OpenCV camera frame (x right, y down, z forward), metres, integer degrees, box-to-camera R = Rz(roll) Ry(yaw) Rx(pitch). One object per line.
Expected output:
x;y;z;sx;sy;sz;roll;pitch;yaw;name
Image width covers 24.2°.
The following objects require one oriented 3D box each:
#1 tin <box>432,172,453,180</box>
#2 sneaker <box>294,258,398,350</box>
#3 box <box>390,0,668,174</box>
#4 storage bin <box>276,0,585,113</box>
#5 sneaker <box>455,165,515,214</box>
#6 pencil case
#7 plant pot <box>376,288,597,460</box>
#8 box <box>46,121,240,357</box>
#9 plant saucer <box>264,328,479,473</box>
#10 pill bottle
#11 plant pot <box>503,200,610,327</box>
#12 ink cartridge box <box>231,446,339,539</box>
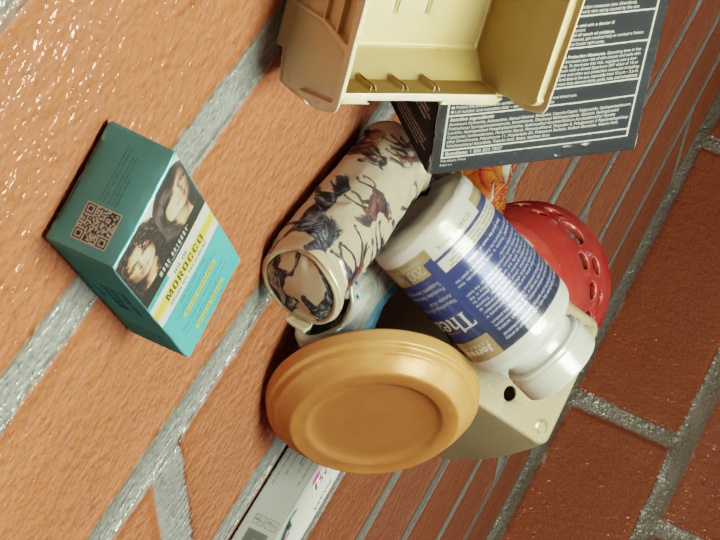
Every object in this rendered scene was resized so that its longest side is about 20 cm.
0.111;-0.181;1.650;0.201;0.042;0.112;-64;-170;-11;tin
0.000;0.000;1.539;0.201;0.075;0.087;-63;159;-14;sneaker
0.141;-0.205;1.409;0.124;0.198;0.199;-115;-156;-44;box
0.059;-0.208;1.196;0.199;0.094;0.200;-4;122;-37;storage bin
0.125;-0.101;1.788;0.201;0.077;0.073;-70;173;-46;sneaker
-0.010;-0.038;1.424;0.200;0.077;0.090;-54;147;-41;pencil case
0.115;0.072;1.667;0.199;0.177;0.201;34;75;-30;plant pot
-0.133;-0.014;1.075;0.083;0.049;0.200;-63;165;-13;box
0.012;0.128;1.536;0.201;0.198;0.038;96;-7;-50;plant saucer
0.115;0.019;1.503;0.111;0.200;0.111;-41;-166;13;pill bottle
0.176;0.023;1.948;0.182;0.199;0.202;-14;126;-69;plant pot
-0.083;0.273;1.719;0.201;0.043;0.174;-58;162;-31;ink cartridge box
